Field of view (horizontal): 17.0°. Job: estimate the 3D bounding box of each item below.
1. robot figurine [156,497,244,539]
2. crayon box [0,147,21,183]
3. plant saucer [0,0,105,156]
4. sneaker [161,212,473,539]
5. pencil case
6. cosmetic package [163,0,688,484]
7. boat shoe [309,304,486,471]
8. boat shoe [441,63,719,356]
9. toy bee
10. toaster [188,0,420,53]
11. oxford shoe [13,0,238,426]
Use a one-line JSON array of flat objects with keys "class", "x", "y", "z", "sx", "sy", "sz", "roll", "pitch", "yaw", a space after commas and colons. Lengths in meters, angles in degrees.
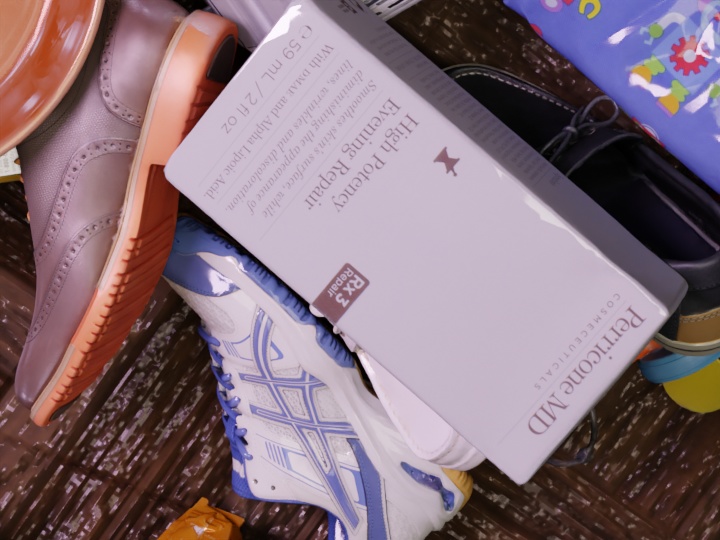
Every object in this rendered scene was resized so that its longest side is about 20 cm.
[{"class": "robot figurine", "x": -0.090, "y": 0.191, "z": 1.076, "sx": 0.200, "sy": 0.145, "sz": 0.058, "roll": -47, "pitch": 134, "yaw": -33}, {"class": "crayon box", "x": -0.212, "y": -0.098, "z": 1.072, "sx": 0.199, "sy": 0.052, "sz": 0.126, "roll": -8, "pitch": 102, "yaw": -10}, {"class": "plant saucer", "x": -0.204, "y": -0.131, "z": 0.987, "sx": 0.200, "sy": 0.032, "sz": 0.201, "roll": -2, "pitch": 96, "yaw": -14}, {"class": "sneaker", "x": -0.038, "y": 0.064, "z": 1.122, "sx": 0.088, "sy": 0.075, "sz": 0.200, "roll": -43, "pitch": 103, "yaw": 2}, {"class": "pencil case", "x": 0.156, "y": -0.092, "z": 1.054, "sx": 0.200, "sy": 0.078, "sz": 0.087, "roll": 42, "pitch": 103, "yaw": 2}, {"class": "cosmetic package", "x": 0.028, "y": -0.017, "z": 0.999, "sx": 0.200, "sy": 0.074, "sz": 0.102, "roll": 40, "pitch": 107, "yaw": 4}, {"class": "boat shoe", "x": 0.000, "y": 0.000, "z": 1.079, "sx": 0.069, "sy": 0.071, "sz": 0.200, "roll": -5, "pitch": 65, "yaw": -41}, {"class": "boat shoe", "x": 0.100, "y": -0.041, "z": 1.080, "sx": 0.075, "sy": 0.200, "sz": 0.062, "roll": -34, "pitch": 145, "yaw": -19}, {"class": "toy bee", "x": 0.117, "y": 0.013, "z": 1.139, "sx": 0.200, "sy": 0.109, "sz": 0.131, "roll": -13, "pitch": 93, "yaw": -33}, {"class": "toaster", "x": -0.008, "y": -0.182, "z": 1.065, "sx": 0.200, "sy": 0.114, "sz": 0.129, "roll": -31, "pitch": 108, "yaw": -4}, {"class": "oxford shoe", "x": -0.119, "y": -0.029, "z": 1.054, "sx": 0.073, "sy": 0.071, "sz": 0.200, "roll": 24, "pitch": 102, "yaw": 7}]
